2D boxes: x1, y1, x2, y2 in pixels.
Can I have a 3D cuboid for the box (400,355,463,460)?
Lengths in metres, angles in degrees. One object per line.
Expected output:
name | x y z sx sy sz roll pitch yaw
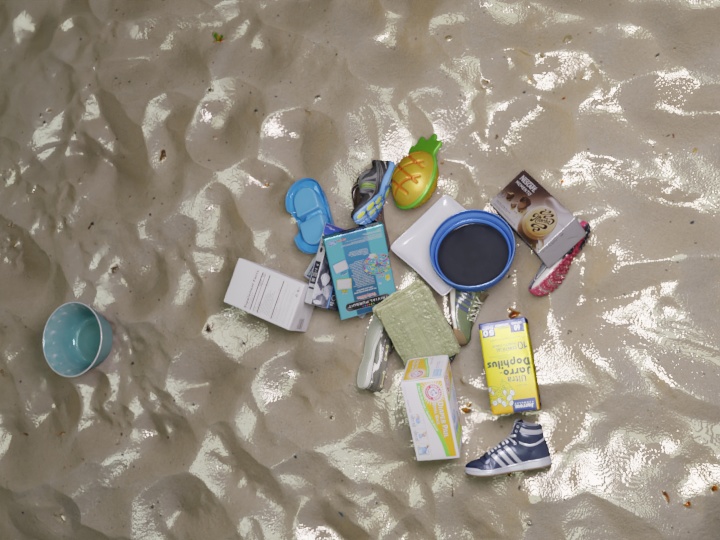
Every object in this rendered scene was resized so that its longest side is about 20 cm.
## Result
box | 0.164 0.311 1.574 0.099 0.113 0.205 -8 106 16

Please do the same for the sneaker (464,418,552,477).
sneaker | 0.326 0.400 1.570 0.195 0.070 0.111 -11 85 9

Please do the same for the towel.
towel | 0.132 0.132 1.602 0.146 0.037 0.202 -29 101 16

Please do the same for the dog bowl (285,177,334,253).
dog bowl | -0.123 -0.136 1.781 0.110 0.049 0.204 -23 70 18

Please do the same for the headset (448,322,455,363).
headset | 0.152 0.142 1.646 0.122 0.094 0.203 -31 86 11

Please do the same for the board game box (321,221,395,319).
board game box | 0.000 0.000 1.674 0.147 0.047 0.205 -13 104 -5

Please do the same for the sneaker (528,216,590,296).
sneaker | 0.446 -0.032 1.588 0.074 0.080 0.202 33 88 37

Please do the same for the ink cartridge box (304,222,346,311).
ink cartridge box | -0.067 -0.007 1.713 0.039 0.098 0.205 10 86 55

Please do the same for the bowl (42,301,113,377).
bowl | -0.770 0.193 1.930 0.196 0.105 0.207 -2 83 18

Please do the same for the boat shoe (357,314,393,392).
boat shoe | 0.045 0.193 1.692 0.059 0.072 0.207 20 75 -21

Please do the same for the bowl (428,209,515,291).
bowl | 0.255 -0.044 1.586 0.195 0.040 0.205 -7 60 12

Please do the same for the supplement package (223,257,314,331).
supplement package | -0.223 0.063 1.761 0.196 0.121 0.122 21 90 19

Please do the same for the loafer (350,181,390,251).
loafer | 0.024 -0.136 1.733 0.072 0.071 0.204 -23 77 13

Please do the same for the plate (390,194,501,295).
plate | 0.203 -0.059 1.653 0.199 0.032 0.200 -43 58 -8

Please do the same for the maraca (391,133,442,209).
maraca | 0.140 -0.241 1.691 0.135 0.106 0.204 1 67 48

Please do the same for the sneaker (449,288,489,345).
sneaker | 0.259 0.070 1.633 0.088 0.067 0.206 -9 77 21

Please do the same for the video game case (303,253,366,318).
video game case | -0.033 0.006 1.762 0.198 0.018 0.145 35 95 18

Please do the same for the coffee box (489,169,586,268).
coffee box | 0.397 -0.119 1.566 0.113 0.080 0.201 -42 47 10

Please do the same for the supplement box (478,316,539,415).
supplement box | 0.339 0.215 1.569 0.106 0.109 0.206 -10 81 16

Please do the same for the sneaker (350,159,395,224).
sneaker | 0.022 -0.193 1.702 0.081 0.071 0.202 16 59 17
